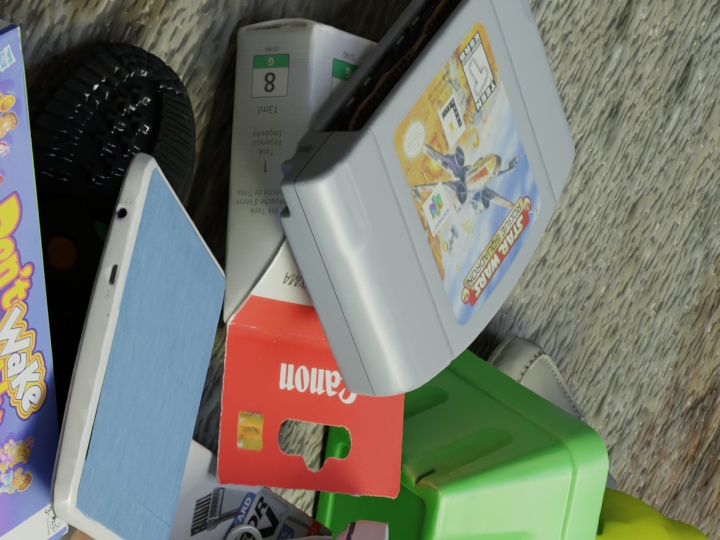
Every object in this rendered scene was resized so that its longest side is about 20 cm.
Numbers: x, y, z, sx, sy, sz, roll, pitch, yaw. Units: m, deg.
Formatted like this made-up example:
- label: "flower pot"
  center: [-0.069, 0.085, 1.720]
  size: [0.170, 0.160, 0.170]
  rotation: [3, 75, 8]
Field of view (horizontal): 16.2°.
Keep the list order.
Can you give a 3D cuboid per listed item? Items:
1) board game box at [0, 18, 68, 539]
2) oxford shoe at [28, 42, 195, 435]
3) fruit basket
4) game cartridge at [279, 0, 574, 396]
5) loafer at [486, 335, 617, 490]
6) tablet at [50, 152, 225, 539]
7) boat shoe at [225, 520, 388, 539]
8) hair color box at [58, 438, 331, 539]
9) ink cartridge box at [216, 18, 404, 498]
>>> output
- label: "board game box"
  center: [-0.170, -0.004, 0.870]
  size: [0.045, 0.134, 0.201]
  rotation: [-33, 134, -41]
- label: "oxford shoe"
  center: [-0.124, -0.007, 0.994]
  size: [0.084, 0.072, 0.201]
  rotation: [-40, -157, 51]
- label: "fruit basket"
  center: [0.083, 0.153, 1.307]
  size: [0.215, 0.155, 0.217]
  rotation: [-19, 123, -32]
- label: "game cartridge"
  center: [0.036, -0.043, 1.134]
  size: [0.200, 0.041, 0.134]
  rotation: [-54, 130, -42]
- label: "loafer"
  center: [0.111, 0.111, 1.403]
  size: [0.070, 0.070, 0.200]
  rotation: [-52, 144, -23]
- label: "tablet"
  center: [-0.082, 0.041, 0.959]
  size: [0.200, 0.014, 0.131]
  rotation: [71, 30, -77]
- label: "boat shoe"
  center: [-0.037, 0.155, 1.102]
  size: [0.202, 0.086, 0.075]
  rotation: [-62, 159, -75]
- label: "hair color box"
  center: [-0.101, 0.124, 1.112]
  size: [0.111, 0.064, 0.200]
  rotation: [-62, 146, -8]
- label: "ink cartridge box"
  center: [0.000, 0.000, 1.147]
  size: [0.161, 0.050, 0.201]
  rotation: [13, 77, -57]
